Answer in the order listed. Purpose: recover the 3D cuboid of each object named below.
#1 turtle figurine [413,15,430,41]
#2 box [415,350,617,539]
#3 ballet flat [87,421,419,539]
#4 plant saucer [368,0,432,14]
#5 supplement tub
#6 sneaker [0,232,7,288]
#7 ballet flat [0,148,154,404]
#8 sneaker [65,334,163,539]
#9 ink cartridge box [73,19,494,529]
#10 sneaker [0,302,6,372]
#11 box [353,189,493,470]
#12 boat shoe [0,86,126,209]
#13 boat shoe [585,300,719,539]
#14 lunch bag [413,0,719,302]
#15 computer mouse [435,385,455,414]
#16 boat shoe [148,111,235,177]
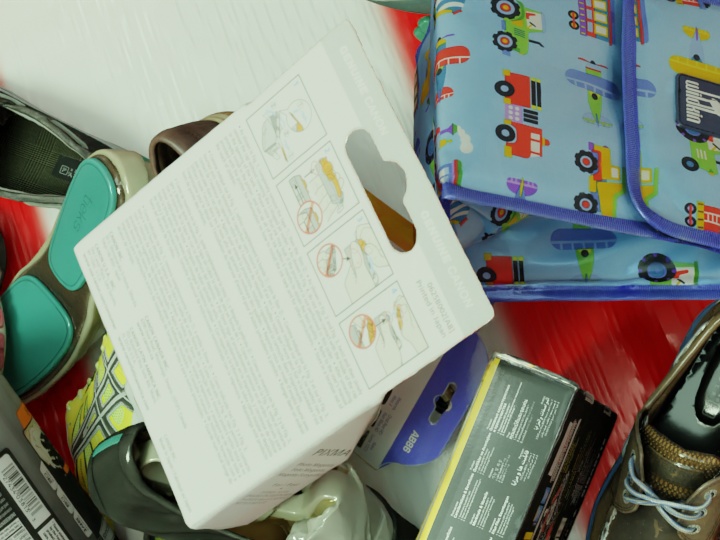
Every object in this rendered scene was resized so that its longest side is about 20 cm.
[{"bbox_3d":[0.098,-0.061,0.856,0.149,0.101,0.200,-12,64,-1],"label":"turtle figurine"},{"bbox_3d":[0.063,0.148,0.795,0.049,0.160,0.200,22,87,20],"label":"box"},{"bbox_3d":[-0.044,0.126,0.831,0.200,0.068,0.068,16,51,-14],"label":"ballet flat"},{"bbox_3d":[0.086,-0.187,0.870,0.201,0.039,0.201,-20,30,12],"label":"plant saucer"},{"bbox_3d":[-0.200,0.149,0.844,0.122,0.123,0.200,-31,101,9],"label":"supplement tub"},{"bbox_3d":[-0.308,0.033,0.949,0.200,0.116,0.076,-42,71,6],"label":"sneaker"},{"bbox_3d":[-0.161,0.008,0.930,0.069,0.069,0.200,52,126,18],"label":"ballet flat"},{"bbox_3d":[-0.130,0.070,0.892,0.076,0.075,0.200,14,101,23],"label":"sneaker"},{"bbox_3d":[-0.034,0.007,0.749,0.200,0.057,0.163,-35,68,25],"label":"ink cartridge box"},{"bbox_3d":[-0.255,0.085,0.930,0.080,0.075,0.200,4,87,-22],"label":"sneaker"},{"bbox_3d":[-0.014,0.017,0.883,0.200,0.041,0.119,37,117,17],"label":"box"},{"bbox_3d":[-0.224,-0.082,0.969,0.200,0.071,0.072,15,85,19],"label":"boat shoe"},{"bbox_3d":[0.161,0.102,0.820,0.072,0.072,0.200,19,86,19],"label":"boat shoe"},{"bbox_3d":[0.129,-0.062,0.763,0.200,0.094,0.151,5,57,-5],"label":"lunch bag"},{"bbox_3d":[0.000,0.000,0.908,0.059,0.034,0.200,-42,72,5],"label":"computer mouse"},{"bbox_3d":[-0.062,0.015,0.845,0.072,0.072,0.200,-17,92,33],"label":"boat shoe"}]
